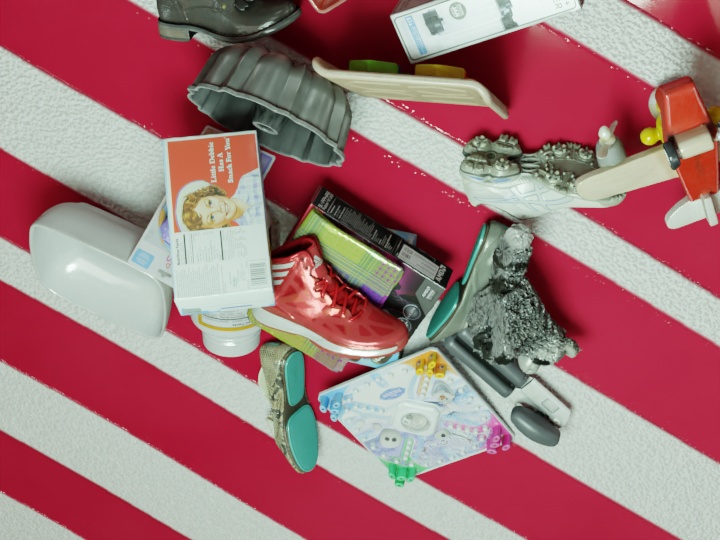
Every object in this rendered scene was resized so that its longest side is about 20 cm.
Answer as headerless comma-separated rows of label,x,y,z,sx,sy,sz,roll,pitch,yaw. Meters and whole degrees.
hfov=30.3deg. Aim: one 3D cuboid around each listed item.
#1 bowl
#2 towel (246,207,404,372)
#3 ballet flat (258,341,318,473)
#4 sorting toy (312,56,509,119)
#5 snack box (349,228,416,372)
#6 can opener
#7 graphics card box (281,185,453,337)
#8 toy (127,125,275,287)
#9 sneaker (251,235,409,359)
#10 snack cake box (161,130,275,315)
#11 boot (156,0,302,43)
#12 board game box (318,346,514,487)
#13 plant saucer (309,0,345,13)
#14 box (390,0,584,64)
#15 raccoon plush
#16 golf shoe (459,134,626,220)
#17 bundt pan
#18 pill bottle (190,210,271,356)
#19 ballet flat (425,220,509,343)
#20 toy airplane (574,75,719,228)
bowl,-0.332,-0.009,1.758,0.199,0.075,0.200,23,151,3
towel,-0.046,0.029,1.646,0.143,0.023,0.200,31,125,-1
ballet flat,-0.105,0.186,1.855,0.075,0.068,0.201,12,122,37
sorting toy,0.061,-0.209,1.482,0.199,0.185,0.037,11,93,13
snack box,0.005,0.033,1.728,0.115,0.037,0.201,12,124,10
can opener,0.191,0.149,1.726,0.200,0.067,0.053,40,124,-11
graphics card box,0.000,0.000,1.655,0.199,0.051,0.126,32,125,-4
toy,-0.202,-0.080,1.624,0.115,0.201,0.047,26,170,27
sneaker,-0.035,0.029,1.582,0.199,0.078,0.116,12,125,10
snack cake box,-0.166,-0.056,1.553,0.114,0.201,0.067,-6,163,-2
boot,-0.173,-0.353,1.519,0.199,0.069,0.175,1,120,17
board game box,0.074,0.205,1.801,0.199,0.026,0.200,-25,123,29
plant saucer,-0.020,-0.412,1.451,0.199,0.037,0.200,-26,111,29
box,0.143,-0.297,1.424,0.199,0.117,0.060,-15,116,25
raccoon plush,0.219,0.042,1.613,0.133,0.097,0.201,-2,132,-28
golf shoe,0.215,-0.099,1.569,0.199,0.079,0.098,14,142,16
bundt pan,-0.096,-0.197,1.542,0.201,0.076,0.202,23,170,4
pill bottle,-0.169,0.010,1.725,0.108,0.109,0.201,10,124,11
ballet flat,0.146,0.026,1.664,0.063,0.068,0.201,22,126,-6
toy airplane,0.360,-0.140,1.461,0.199,0.142,0.199,3,144,-28
